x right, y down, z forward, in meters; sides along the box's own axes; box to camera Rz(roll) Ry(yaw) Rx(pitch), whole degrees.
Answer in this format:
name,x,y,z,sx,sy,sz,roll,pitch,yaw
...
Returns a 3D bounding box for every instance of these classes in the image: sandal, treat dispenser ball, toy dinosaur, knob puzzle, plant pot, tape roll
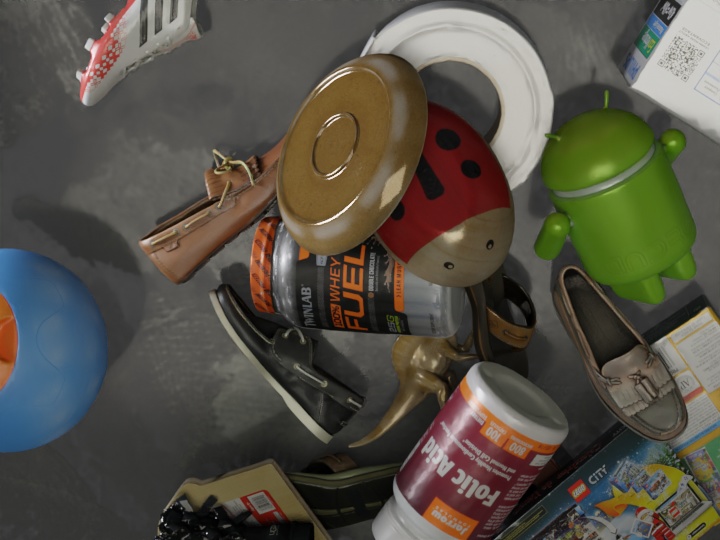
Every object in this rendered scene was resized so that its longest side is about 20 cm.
name,x,y,z,sx,sy,sz,roll,pitch,yaw
sandal,-0.014,0.223,1.788,0.201,0.057,0.080,-5,130,11
treat dispenser ball,-0.349,0.079,1.699,0.200,0.201,0.201,1,104,3
toy dinosaur,0.073,0.110,1.766,0.101,0.058,0.200,28,97,12
sandal,0.144,0.036,1.696,0.054,0.082,0.200,1,122,24
knob puzzle,-0.126,0.286,1.812,0.219,0.030,0.220,6,125,9
plant pot,-0.016,-0.112,1.592,0.027,0.200,0.200,23,107,-38
tape roll,0.087,-0.161,1.679,0.202,0.071,0.203,1,105,4

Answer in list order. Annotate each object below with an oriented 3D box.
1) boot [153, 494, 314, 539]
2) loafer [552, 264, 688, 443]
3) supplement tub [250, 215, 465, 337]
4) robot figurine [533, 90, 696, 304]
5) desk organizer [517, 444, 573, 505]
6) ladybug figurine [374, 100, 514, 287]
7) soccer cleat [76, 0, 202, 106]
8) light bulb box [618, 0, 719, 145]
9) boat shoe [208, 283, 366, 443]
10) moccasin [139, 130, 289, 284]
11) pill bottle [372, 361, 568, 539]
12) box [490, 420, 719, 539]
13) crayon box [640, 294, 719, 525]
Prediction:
name,x,y,z,sx,sy,sz,roll,pitch,yaw
boot,-0.129,0.328,1.779,0.162,0.073,0.199,4,118,8
loafer,0.248,0.080,1.686,0.072,0.063,0.200,-33,67,-1
supplement tub,0.000,0.000,1.690,0.200,0.123,0.123,3,105,13
robot figurine,0.247,-0.067,1.645,0.175,0.116,0.200,-35,112,-17
desk organizer,0.193,0.231,1.772,0.077,0.072,0.200,-38,99,14
ladybug figurine,0.064,-0.080,1.595,0.136,0.072,0.200,-32,73,2
soccer cleat,-0.202,-0.235,1.680,0.085,0.069,0.200,35,99,-1
light bulb box,0.380,-0.215,1.619,0.198,0.125,0.200,31,105,-5
boat shoe,-0.077,0.083,1.754,0.068,0.072,0.200,-40,103,5
moccasin,-0.134,-0.076,1.713,0.201,0.074,0.078,-39,102,13
pill bottle,0.103,0.198,1.675,0.114,0.114,0.200,32,108,-5
box,0.243,0.253,1.715,0.200,0.038,0.137,-39,98,-2
crayon box,0.353,0.142,1.749,0.126,0.052,0.200,-34,99,11
